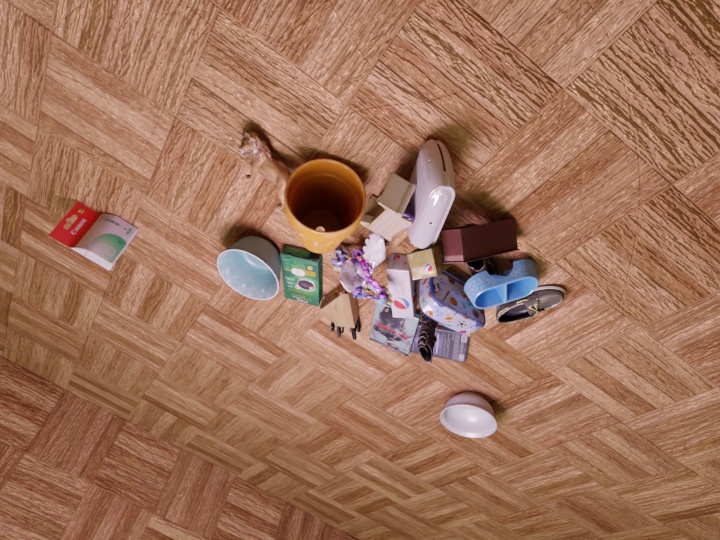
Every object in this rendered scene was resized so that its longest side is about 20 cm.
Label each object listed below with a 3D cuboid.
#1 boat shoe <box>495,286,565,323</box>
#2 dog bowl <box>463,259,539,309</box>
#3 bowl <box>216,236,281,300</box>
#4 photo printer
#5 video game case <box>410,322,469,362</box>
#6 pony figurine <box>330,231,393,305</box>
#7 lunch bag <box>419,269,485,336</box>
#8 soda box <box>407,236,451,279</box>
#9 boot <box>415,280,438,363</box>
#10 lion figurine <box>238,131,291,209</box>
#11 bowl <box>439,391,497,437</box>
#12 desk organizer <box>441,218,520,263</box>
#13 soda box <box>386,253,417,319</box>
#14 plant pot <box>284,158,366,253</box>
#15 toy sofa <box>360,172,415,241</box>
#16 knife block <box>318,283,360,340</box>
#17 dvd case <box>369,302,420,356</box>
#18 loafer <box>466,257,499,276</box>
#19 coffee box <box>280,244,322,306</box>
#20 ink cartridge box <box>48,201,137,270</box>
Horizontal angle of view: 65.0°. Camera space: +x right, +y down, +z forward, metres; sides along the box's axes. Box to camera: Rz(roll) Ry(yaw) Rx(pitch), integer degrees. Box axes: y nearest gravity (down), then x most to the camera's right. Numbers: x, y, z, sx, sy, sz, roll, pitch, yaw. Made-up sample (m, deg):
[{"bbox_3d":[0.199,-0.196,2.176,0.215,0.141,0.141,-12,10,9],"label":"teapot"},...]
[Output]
[{"bbox_3d":[0.459,0.097,1.532,0.198,0.061,0.072,-19,127,35],"label":"boat shoe"},{"bbox_3d":[0.367,0.040,1.457,0.195,0.051,0.113,-17,142,3],"label":"dog bowl"},{"bbox_3d":[-0.310,-0.020,1.660,0.195,0.106,0.204,13,138,12],"label":"bowl"},{"bbox_3d":[0.157,-0.179,1.280,0.067,0.170,0.202,4,139,-11],"label":"photo printer"},{"bbox_3d":[0.240,0.225,1.782,0.194,0.019,0.145,10,137,12],"label":"video game case"},{"bbox_3d":[0.000,0.000,1.528,0.198,0.166,0.195,28,154,48],"label":"pony figurine"},{"bbox_3d":[0.244,0.073,1.519,0.197,0.163,0.076,30,131,-18],"label":"lunch bag"},{"bbox_3d":[0.186,-0.037,1.389,0.066,0.199,0.066,-11,98,30],"label":"soda box"},{"bbox_3d":[0.189,0.142,1.594,0.067,0.177,0.203,-4,134,23],"label":"boot"},{"bbox_3d":[-0.221,-0.249,1.404,0.198,0.073,0.123,36,138,-7],"label":"lion figurine"},{"bbox_3d":[0.376,0.485,1.950,0.195,0.092,0.204,11,137,10],"label":"bowl"},{"bbox_3d":[0.286,-0.072,1.349,0.071,0.196,0.079,0,100,55],"label":"desk organizer"},{"bbox_3d":[0.119,0.048,1.607,0.066,0.065,0.203,5,137,15],"label":"soda box"},{"bbox_3d":[-0.093,-0.140,1.409,0.195,0.205,0.184,18,155,0],"label":"plant pot"},{"bbox_3d":[0.073,-0.147,1.345,0.096,0.084,0.200,29,165,-8],"label":"toy sofa"},{"bbox_3d":[-0.034,0.132,1.753,0.174,0.065,0.199,36,135,-18],"label":"knife block"},{"bbox_3d":[0.104,0.179,1.767,0.143,0.022,0.203,23,141,11],"label":"dvd case"},{"bbox_3d":[0.301,-0.018,1.462,0.072,0.072,0.201,-13,129,31],"label":"loafer"},{"bbox_3d":[-0.175,0.017,1.699,0.119,0.045,0.203,12,137,9],"label":"coffee box"},{"bbox_3d":[-0.801,-0.116,1.705,0.198,0.163,0.050,34,135,-16],"label":"ink cartridge box"}]
